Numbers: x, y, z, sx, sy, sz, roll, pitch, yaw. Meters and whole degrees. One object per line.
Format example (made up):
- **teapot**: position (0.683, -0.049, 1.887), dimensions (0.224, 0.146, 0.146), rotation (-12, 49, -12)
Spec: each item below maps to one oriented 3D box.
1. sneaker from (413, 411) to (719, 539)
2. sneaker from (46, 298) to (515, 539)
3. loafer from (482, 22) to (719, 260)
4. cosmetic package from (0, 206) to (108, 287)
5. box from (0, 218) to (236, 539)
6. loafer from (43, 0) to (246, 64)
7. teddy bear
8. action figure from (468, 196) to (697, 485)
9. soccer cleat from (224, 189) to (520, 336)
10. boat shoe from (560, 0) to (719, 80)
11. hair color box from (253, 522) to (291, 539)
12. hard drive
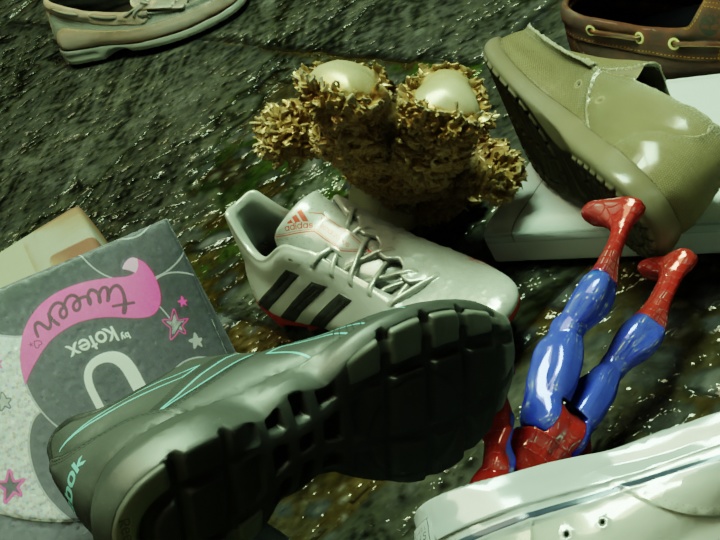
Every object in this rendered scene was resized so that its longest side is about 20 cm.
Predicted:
- **sneaker**: position (0.122, 0.099, 0.661), dimensions (0.199, 0.073, 0.071), rotation (-17, 70, 1)
- **sneaker**: position (-0.028, 0.050, 0.678), dimensions (0.200, 0.076, 0.079), rotation (-18, 27, -32)
- **loafer**: position (0.124, -0.072, 0.874), dimensions (0.067, 0.076, 0.200), rotation (-30, 37, -3)
- **cosmetic package**: position (-0.145, 0.055, 0.941), dimensions (0.087, 0.104, 0.200), rotation (-33, 29, -3)
- **box**: position (-0.151, 0.082, 0.732), dimensions (0.200, 0.132, 0.115), rotation (-25, -6, -32)
- **loafer**: position (-0.189, -0.225, 1.482), dimensions (0.199, 0.063, 0.072), rotation (-10, 33, 33)
- **teddy bear**: position (0.017, -0.061, 0.917), dimensions (0.144, 0.067, 0.200), rotation (7, -10, -14)
- **action figure**: position (0.084, 0.062, 0.745), dimensions (0.052, 0.065, 0.200), rotation (-15, 38, 48)
- **soccer cleat**: position (0.000, 0.000, 0.909), dimensions (0.069, 0.085, 0.200), rotation (-43, 30, -24)
- **boat shoe**: position (0.201, -0.137, 0.961), dimensions (0.199, 0.070, 0.070), rotation (-6, 35, 36)
- **hair color box**: position (-0.097, 0.189, 0.669), dimensions (0.200, 0.099, 0.061), rotation (-43, 42, -22)
- **hard drive**: position (0.174, -0.057, 0.899), dimensions (0.200, 0.027, 0.132), rotation (-2, 39, 41)
